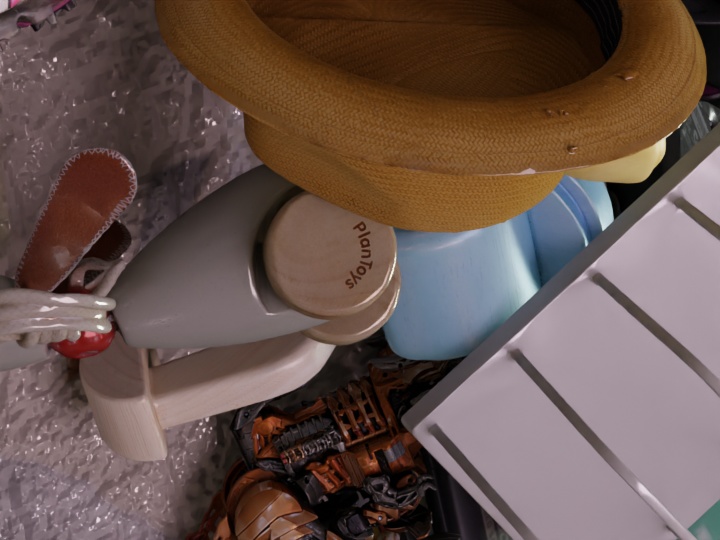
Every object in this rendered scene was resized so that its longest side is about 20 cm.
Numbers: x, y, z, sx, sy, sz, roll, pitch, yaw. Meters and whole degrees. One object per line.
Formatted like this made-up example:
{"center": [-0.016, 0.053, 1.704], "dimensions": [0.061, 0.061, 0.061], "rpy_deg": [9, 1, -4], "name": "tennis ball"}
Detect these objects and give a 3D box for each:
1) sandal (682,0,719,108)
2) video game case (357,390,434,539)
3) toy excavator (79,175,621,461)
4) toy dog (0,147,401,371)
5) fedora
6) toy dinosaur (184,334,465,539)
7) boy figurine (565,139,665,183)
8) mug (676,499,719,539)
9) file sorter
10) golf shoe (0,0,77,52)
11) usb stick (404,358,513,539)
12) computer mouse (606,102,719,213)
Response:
{"center": [0.128, -0.099, 1.132], "dimensions": [0.048, 0.200, 0.075], "rpy_deg": [-48, 150, -36], "name": "sandal"}
{"center": [0.083, 0.069, 1.308], "dimensions": [0.182, 0.023, 0.200], "rpy_deg": [29, 88, -49], "name": "video game case"}
{"center": [0.000, 0.000, 1.114], "dimensions": [0.200, 0.194, 0.100], "rpy_deg": [-65, 150, -45], "name": "toy excavator"}
{"center": [-0.074, -0.017, 1.015], "dimensions": [0.200, 0.132, 0.096], "rpy_deg": [-3, 79, -24], "name": "toy dog"}
{"center": [0.022, -0.071, 0.969], "dimensions": [0.200, 0.201, 0.082], "rpy_deg": [-25, 142, -36], "name": "fedora"}
{"center": [-0.018, 0.111, 1.178], "dimensions": [0.200, 0.102, 0.136], "rpy_deg": [-36, 112, 27], "name": "toy dinosaur"}
{"center": [0.038, -0.101, 1.058], "dimensions": [0.124, 0.200, 0.064], "rpy_deg": [-45, 179, -19], "name": "boy figurine"}
{"center": [0.154, 0.054, 1.251], "dimensions": [0.185, 0.114, 0.152], "rpy_deg": [-53, 141, -32], "name": "mug"}
{"center": [0.149, 0.060, 1.086], "dimensions": [0.200, 0.125, 0.139], "rpy_deg": [-43, 121, 1], "name": "file sorter"}
{"center": [-0.112, -0.149, 0.969], "dimensions": [0.200, 0.073, 0.092], "rpy_deg": [-44, 111, -24], "name": "golf shoe"}
{"center": [0.054, 0.107, 1.257], "dimensions": [0.055, 0.033, 0.200], "rpy_deg": [-42, 135, -33], "name": "usb stick"}
{"center": [0.144, -0.069, 1.237], "dimensions": [0.200, 0.053, 0.139], "rpy_deg": [-69, 142, -51], "name": "computer mouse"}
